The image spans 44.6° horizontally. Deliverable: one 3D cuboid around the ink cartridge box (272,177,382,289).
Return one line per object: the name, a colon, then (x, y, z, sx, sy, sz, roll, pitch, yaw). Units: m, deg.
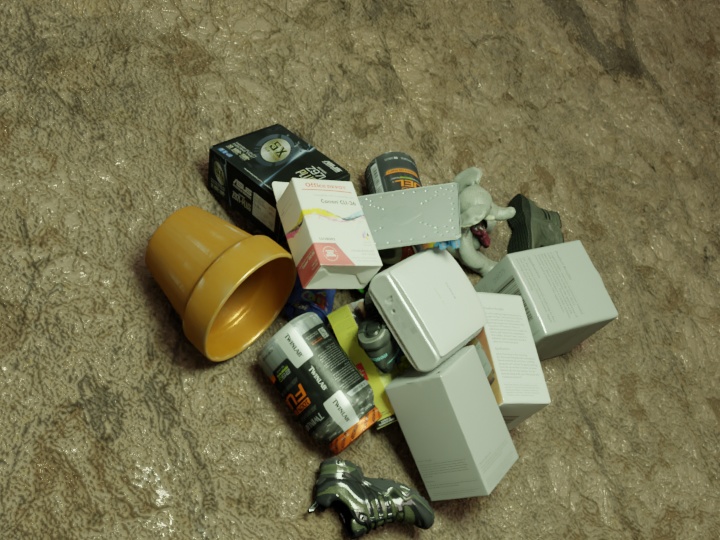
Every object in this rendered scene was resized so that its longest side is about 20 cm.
ink cartridge box: (-0.056, -0.074, 1.359, 0.114, 0.068, 0.203, 1, 55, -34)

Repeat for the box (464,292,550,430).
box: (0.222, 0.164, 1.524, 0.104, 0.153, 0.204, 5, 57, -28)

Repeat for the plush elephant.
plush elephant: (0.222, -0.101, 1.692, 0.196, 0.155, 0.168, 19, 53, -18)

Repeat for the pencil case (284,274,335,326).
pencil case: (-0.080, 0.004, 1.504, 0.085, 0.078, 0.203, 20, 52, -15)

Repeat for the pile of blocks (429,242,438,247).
pile of blocks: (0.132, 0.013, 1.624, 0.080, 0.063, 0.203, -3, 54, 19)

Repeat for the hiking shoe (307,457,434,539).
hiking shoe: (0.016, 0.368, 1.340, 0.196, 0.076, 0.102, 23, 60, -3)

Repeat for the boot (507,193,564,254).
boot: (0.373, -0.060, 1.817, 0.128, 0.068, 0.204, 22, 53, -23)

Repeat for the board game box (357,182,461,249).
board game box: (0.071, -0.082, 1.478, 0.195, 0.026, 0.201, -8, 30, 9)

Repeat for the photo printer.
photo printer: (0.117, 0.052, 1.404, 0.199, 0.069, 0.168, -25, 81, -52)

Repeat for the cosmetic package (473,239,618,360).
cosmetic package: (0.335, 0.065, 1.645, 0.196, 0.165, 0.168, -9, 65, -33)

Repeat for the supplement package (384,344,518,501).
supplement package: (0.147, 0.243, 1.400, 0.119, 0.120, 0.204, -31, 100, -49)

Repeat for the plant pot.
plant pot: (-0.228, 0.004, 1.359, 0.182, 0.202, 0.199, 39, 47, 19)

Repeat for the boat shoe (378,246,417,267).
boat shoe: (0.014, -0.059, 1.553, 0.199, 0.072, 0.062, 33, 14, 38)

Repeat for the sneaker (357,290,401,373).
sneaker: (0.043, 0.081, 1.439, 0.080, 0.074, 0.202, 63, 31, -28)

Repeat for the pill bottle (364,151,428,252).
pill bottle: (0.073, -0.115, 1.633, 0.104, 0.107, 0.203, 8, 48, -25)

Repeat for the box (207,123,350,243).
box: (-0.142, -0.155, 1.517, 0.162, 0.088, 0.199, -25, 50, -38)

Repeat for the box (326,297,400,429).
box: (0.018, 0.151, 1.445, 0.075, 0.050, 0.204, -17, 82, -61)

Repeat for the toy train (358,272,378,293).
toy train: (0.000, 0.000, 1.525, 0.200, 0.041, 0.057, 44, 30, -42)

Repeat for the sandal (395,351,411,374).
sandal: (0.076, 0.100, 1.518, 0.085, 0.079, 0.204, 10, 76, 27)

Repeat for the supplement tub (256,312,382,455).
supplement tub: (-0.061, 0.177, 1.375, 0.122, 0.123, 0.201, -31, 77, -39)
